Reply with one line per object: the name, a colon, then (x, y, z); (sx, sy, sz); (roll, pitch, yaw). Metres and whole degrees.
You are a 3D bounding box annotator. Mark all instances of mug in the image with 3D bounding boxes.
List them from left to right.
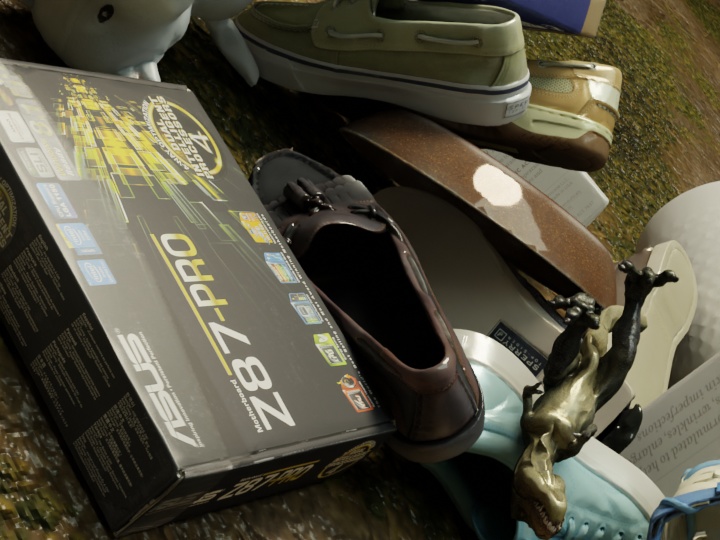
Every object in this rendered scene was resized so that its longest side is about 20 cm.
mug: (0.292, 0.063, 1.110); (0.176, 0.146, 0.201); (-90, 165, -51)

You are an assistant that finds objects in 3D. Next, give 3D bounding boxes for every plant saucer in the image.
plant saucer: (0.077, -0.039, 0.886); (0.199, 0.035, 0.200); (34, 0, 0)

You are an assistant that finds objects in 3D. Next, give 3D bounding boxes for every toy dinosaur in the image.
toy dinosaur: (0.113, 0.042, 0.719); (0.047, 0.089, 0.200); (23, 38, 15)

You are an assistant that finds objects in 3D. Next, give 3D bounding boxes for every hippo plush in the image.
hippo plush: (-0.114, -0.178, 0.755); (0.159, 0.200, 0.161); (45, 48, 3)

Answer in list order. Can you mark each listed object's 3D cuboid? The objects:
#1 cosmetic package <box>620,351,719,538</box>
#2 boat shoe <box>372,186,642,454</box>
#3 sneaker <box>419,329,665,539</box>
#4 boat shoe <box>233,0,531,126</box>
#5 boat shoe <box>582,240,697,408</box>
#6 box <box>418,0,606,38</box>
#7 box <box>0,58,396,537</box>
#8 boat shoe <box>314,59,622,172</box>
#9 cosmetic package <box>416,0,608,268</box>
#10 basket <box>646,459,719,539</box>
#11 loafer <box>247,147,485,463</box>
cosmetic package: (0.272, 0.142, 0.903); (0.199, 0.165, 0.166); (14, 41, -54)
boat shoe: (0.075, 0.039, 0.854); (0.200, 0.075, 0.093); (47, -4, 16)
sneaker: (0.089, 0.122, 0.759); (0.200, 0.074, 0.082); (41, 50, -22)
boat shoe: (0.011, -0.137, 0.864); (0.198, 0.063, 0.072); (15, 31, 25)
boat shoe: (0.170, 0.048, 0.987); (0.072, 0.059, 0.200); (62, 37, -20)
box: (0.034, -0.184, 0.869); (0.199, 0.033, 0.121); (18, 2, -36)
box: (-0.087, 0.004, 0.631); (0.161, 0.049, 0.201); (-3, 57, -58)
boat shoe: (0.067, -0.119, 0.930); (0.198, 0.077, 0.072); (15, -8, 14)
cosmetic package: (0.079, -0.101, 1.018); (0.200, 0.074, 0.102); (48, 7, -1)
basket: (0.214, 0.163, 0.687); (0.200, 0.174, 0.141); (-31, 114, -70)
loafer: (0.000, 0.000, 0.717); (0.201, 0.071, 0.063); (56, -15, 36)
